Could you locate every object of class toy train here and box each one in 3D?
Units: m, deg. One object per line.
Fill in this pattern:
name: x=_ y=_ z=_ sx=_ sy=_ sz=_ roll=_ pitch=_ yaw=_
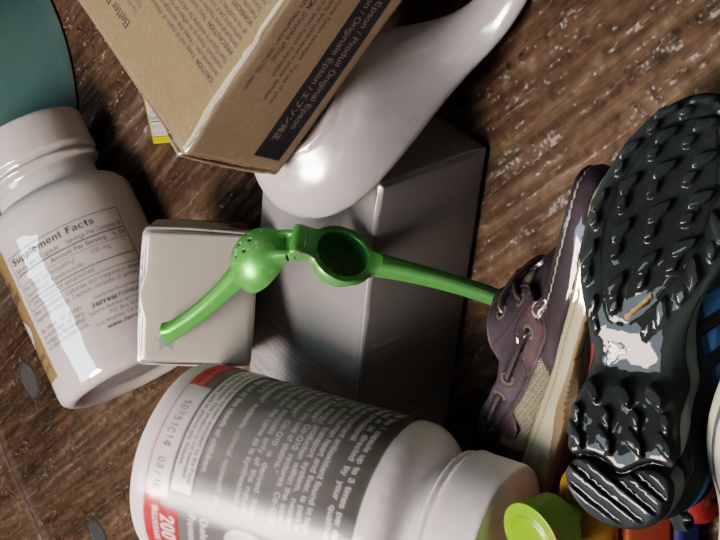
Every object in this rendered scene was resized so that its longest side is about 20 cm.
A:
toy train: x=0.119 y=0.109 z=0.858 sx=0.084 sy=0.115 sz=0.202 roll=24 pitch=126 yaw=46

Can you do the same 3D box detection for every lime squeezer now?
lime squeezer: x=-0.024 y=0.007 z=0.915 sx=0.198 sy=0.038 sz=0.071 roll=-7 pitch=120 yaw=15

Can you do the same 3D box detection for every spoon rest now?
spoon rest: x=0.017 y=-0.106 z=0.893 sx=0.200 sy=0.060 sz=0.100 roll=-41 pitch=55 yaw=25

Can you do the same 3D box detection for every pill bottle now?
pill bottle: x=-0.206 y=-0.011 z=1.262 sx=0.114 sy=0.114 sz=0.201 roll=-39 pitch=74 yaw=55
pill bottle: x=-0.013 y=0.126 z=0.924 sx=0.199 sy=0.114 sz=0.115 roll=13 pitch=120 yaw=26

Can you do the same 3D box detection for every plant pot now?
plant pot: x=-0.340 y=-0.146 z=1.342 sx=0.200 sy=0.160 sz=0.202 roll=29 pitch=129 yaw=45

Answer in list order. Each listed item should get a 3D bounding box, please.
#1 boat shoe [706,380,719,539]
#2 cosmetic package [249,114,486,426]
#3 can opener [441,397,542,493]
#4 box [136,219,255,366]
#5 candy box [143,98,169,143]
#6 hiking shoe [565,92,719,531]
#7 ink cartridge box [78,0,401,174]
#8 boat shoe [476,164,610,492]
boat shoe: x=0.199 y=0.104 z=0.785 sx=0.062 sy=0.074 sz=0.202 roll=22 pitch=129 yaw=41
cosmetic package: x=0.000 y=0.000 z=1.002 sx=0.107 sy=0.090 sz=0.201 roll=40 pitch=133 yaw=37
can opener: x=0.090 y=0.172 z=0.998 sx=0.063 sy=0.079 sz=0.202 roll=-12 pitch=102 yaw=17
box: x=-0.101 y=0.010 z=1.072 sx=0.200 sy=0.068 sz=0.083 roll=-141 pitch=54 yaw=-83
candy box: x=-0.088 y=-0.136 z=1.107 sx=0.199 sy=0.026 sz=0.103 roll=3 pitch=105 yaw=54
hiking shoe: x=0.144 y=0.019 z=0.801 sx=0.074 sy=0.086 sz=0.202 roll=14 pitch=91 yaw=33
ink cartridge box: x=-0.068 y=-0.177 z=0.884 sx=0.165 sy=0.075 sz=0.200 roll=-52 pitch=54 yaw=23
boat shoe: x=0.096 y=0.028 z=0.882 sx=0.064 sy=0.072 sz=0.201 roll=24 pitch=134 yaw=20
